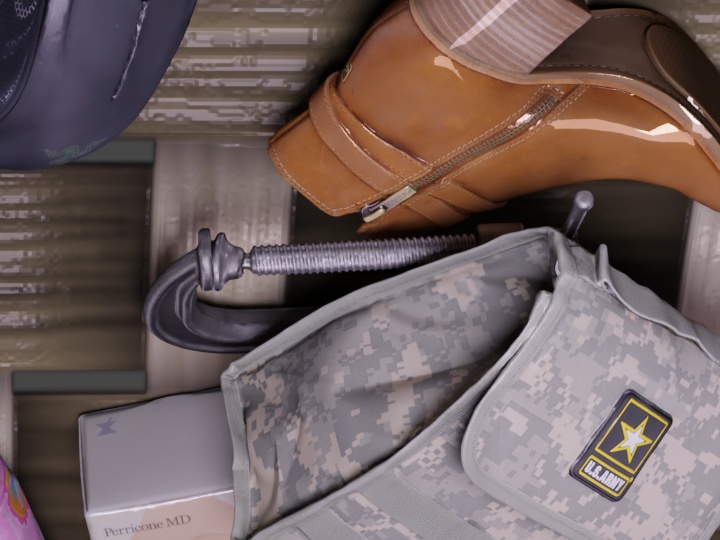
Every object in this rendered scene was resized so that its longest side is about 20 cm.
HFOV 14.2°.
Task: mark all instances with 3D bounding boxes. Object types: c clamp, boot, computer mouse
[{"bbox_3d":[0.000,0.000,1.274,0.199,0.027,0.171,-5,160,1],"label":"c clamp"},{"bbox_3d":[0.073,-0.049,1.265,0.200,0.077,0.155,30,122,-35],"label":"boot"},{"bbox_3d":[-0.107,-0.109,1.182,0.138,0.053,0.200,-13,142,-45],"label":"computer mouse"}]

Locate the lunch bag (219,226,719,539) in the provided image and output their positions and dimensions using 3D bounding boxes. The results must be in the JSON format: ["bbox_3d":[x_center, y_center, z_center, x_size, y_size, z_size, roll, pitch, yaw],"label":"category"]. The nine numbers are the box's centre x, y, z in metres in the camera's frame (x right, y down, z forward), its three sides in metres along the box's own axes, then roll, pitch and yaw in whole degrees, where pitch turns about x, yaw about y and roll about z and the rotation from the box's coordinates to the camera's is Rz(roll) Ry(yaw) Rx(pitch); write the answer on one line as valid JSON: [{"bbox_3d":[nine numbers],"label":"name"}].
[{"bbox_3d":[0.067,0.072,1.265,0.200,0.118,0.164,-32,137,29],"label":"lunch bag"}]

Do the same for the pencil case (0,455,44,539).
[{"bbox_3d":[-0.176,0.173,1.378,0.087,0.088,0.201,-17,125,4],"label":"pencil case"}]

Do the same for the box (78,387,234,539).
[{"bbox_3d":[-0.071,0.159,1.383,0.094,0.078,0.201,-11,125,1],"label":"box"}]
